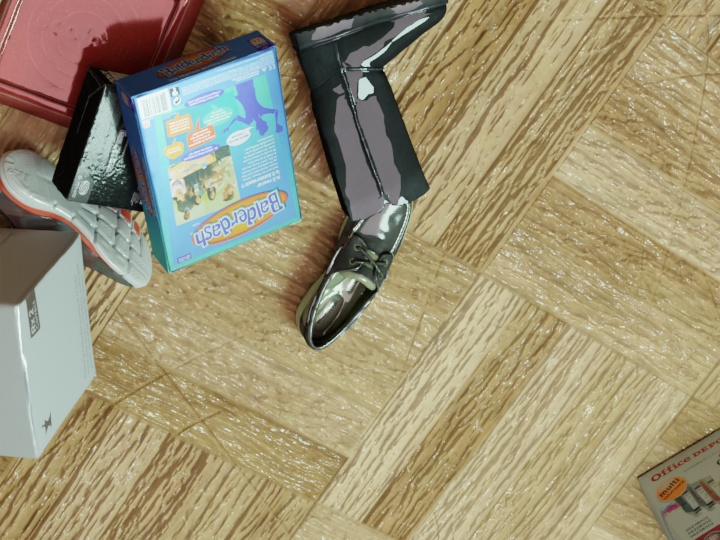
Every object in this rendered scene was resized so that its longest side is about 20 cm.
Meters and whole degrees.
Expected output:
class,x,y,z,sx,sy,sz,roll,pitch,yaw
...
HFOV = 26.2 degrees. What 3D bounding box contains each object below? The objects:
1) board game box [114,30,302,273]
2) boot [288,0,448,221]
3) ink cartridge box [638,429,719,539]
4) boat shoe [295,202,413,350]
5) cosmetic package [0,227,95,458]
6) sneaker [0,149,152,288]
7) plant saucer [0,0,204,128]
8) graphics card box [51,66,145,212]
class,x,y,z,sx,sy,sz,roll,pitch,yaw
board game box,-0.143,-0.113,1.494,0.152,0.045,0.201,-22,128,-21
boot,0.033,-0.165,1.559,0.164,0.066,0.201,-15,105,7
ink cartridge box,0.446,0.309,1.832,0.145,0.200,0.145,-30,116,1
boat shoe,-0.001,0.000,1.646,0.072,0.066,0.201,27,105,-21
cosmetic package,-0.380,0.063,1.490,0.199,0.165,0.166,4,117,10
sneaker,-0.298,-0.044,1.562,0.082,0.077,0.200,-31,121,33
plant saucer,-0.265,-0.228,1.489,0.199,0.037,0.201,19,108,-22
graphics card box,-0.190,-0.118,1.523,0.199,0.051,0.126,6,115,-37
